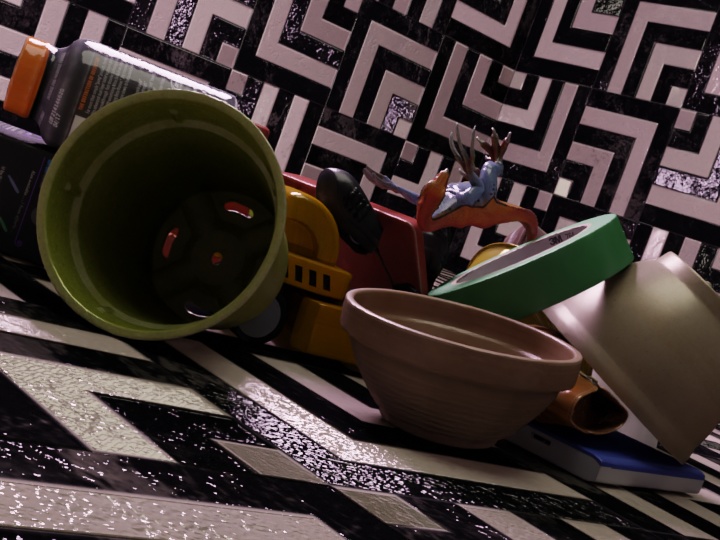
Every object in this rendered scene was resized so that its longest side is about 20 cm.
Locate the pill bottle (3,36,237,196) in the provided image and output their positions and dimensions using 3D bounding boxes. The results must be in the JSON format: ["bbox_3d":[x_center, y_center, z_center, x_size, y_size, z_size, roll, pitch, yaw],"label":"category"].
[{"bbox_3d":[-0.222,-0.147,1.160,0.199,0.107,0.106,20,4,-15],"label":"pill bottle"}]

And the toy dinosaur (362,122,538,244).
[{"bbox_3d":[0.110,-0.073,1.236,0.200,0.105,0.182,39,35,-8],"label":"toy dinosaur"}]

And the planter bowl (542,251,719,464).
[{"bbox_3d":[0.292,0.069,1.220,0.200,0.135,0.200,48,6,-6],"label":"planter bowl"}]

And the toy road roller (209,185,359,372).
[{"bbox_3d":[-0.050,0.003,1.218,0.199,0.146,0.123,18,5,-25],"label":"toy road roller"}]

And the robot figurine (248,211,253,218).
[{"bbox_3d":[-0.067,-0.035,1.580,0.175,0.116,0.200,18,-27,-37],"label":"robot figurine"}]

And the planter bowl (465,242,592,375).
[{"bbox_3d":[0.154,0.077,1.390,0.083,0.201,0.200,-25,31,-31],"label":"planter bowl"}]

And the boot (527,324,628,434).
[{"bbox_3d":[0.186,0.108,1.175,0.154,0.074,0.200,18,14,41],"label":"boot"}]

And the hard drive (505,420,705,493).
[{"bbox_3d":[0.224,0.171,1.196,0.132,0.025,0.200,23,5,42],"label":"hard drive"}]

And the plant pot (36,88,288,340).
[{"bbox_3d":[-0.141,-0.028,1.058,0.200,0.201,0.184,21,-7,12],"label":"plant pot"}]

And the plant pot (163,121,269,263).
[{"bbox_3d":[-0.204,-0.095,1.436,0.200,0.196,0.201,20,4,-1],"label":"plant pot"}]

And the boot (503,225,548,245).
[{"bbox_3d":[0.157,0.026,1.562,0.064,0.201,0.186,17,5,-43],"label":"boot"}]

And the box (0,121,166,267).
[{"bbox_3d":[-0.290,-0.063,1.197,0.199,0.106,0.122,20,6,-11],"label":"box"}]

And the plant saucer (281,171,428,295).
[{"bbox_3d":[0.000,0.000,1.310,0.199,0.201,0.037,23,44,37],"label":"plant saucer"}]

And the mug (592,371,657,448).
[{"bbox_3d":[0.292,0.108,1.485,0.149,0.154,0.187,18,4,-20],"label":"mug"}]

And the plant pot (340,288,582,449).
[{"bbox_3d":[0.073,0.086,1.035,0.200,0.093,0.201,15,9,-2],"label":"plant pot"}]

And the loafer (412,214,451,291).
[{"bbox_3d":[0.057,-0.009,1.370,0.068,0.071,0.201,25,-22,-4],"label":"loafer"}]

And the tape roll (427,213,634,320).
[{"bbox_3d":[0.165,0.005,1.231,0.200,0.048,0.200,-23,4,2],"label":"tape roll"}]

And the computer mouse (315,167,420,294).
[{"bbox_3d":[0.010,-0.009,1.227,0.034,0.200,0.059,-34,7,-37],"label":"computer mouse"}]
